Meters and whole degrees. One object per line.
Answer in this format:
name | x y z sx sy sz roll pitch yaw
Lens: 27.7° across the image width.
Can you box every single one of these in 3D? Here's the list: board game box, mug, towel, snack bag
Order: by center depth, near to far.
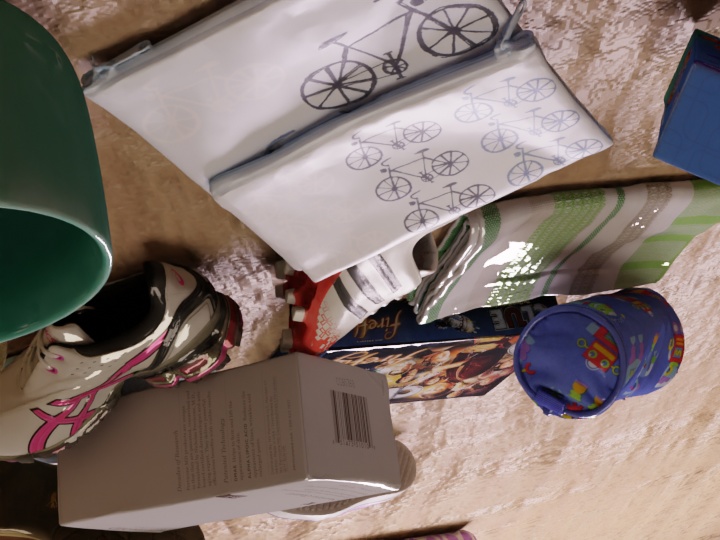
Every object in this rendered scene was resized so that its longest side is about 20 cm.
mug | -0.197 -0.041 0.576 0.183 0.115 0.152 -10 159 -9
board game box | 0.212 -0.056 0.659 0.151 0.045 0.200 23 -164 6
snack bag | 0.000 -0.074 0.688 0.187 0.022 0.200 -23 144 20
towel | 0.142 -0.012 0.980 0.198 0.031 0.149 -7 159 -19
board game box | 0.035 0.063 1.097 0.198 0.035 0.136 -3 157 -26

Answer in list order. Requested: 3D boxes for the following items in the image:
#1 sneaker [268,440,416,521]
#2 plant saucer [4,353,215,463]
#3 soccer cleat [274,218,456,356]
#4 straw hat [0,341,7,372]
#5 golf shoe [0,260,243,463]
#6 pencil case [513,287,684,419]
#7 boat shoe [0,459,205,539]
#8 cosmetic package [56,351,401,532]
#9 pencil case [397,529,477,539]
sneaker | -0.052 0.206 1.356 0.199 0.073 0.114 7 154 -43
plant saucer | -0.197 0.102 1.043 0.199 0.039 0.201 -12 158 -5
soccer cleat | 0.000 0.000 0.871 0.084 0.069 0.200 1 151 -15
straw hat | -0.283 0.031 0.735 0.199 0.202 0.086 -15 118 3
golf shoe | -0.175 0.050 0.895 0.199 0.073 0.092 -29 141 16
pencil case | 0.174 0.059 1.042 0.078 0.088 0.200 25 -168 22
boat shoe | -0.207 0.177 1.041 0.198 0.073 0.068 18 156 -8
cosmetic package | -0.088 0.116 0.943 0.199 0.082 0.113 -17 160 30
pencil case | 0.059 0.383 1.852 0.198 0.086 0.084 -6 157 -21
